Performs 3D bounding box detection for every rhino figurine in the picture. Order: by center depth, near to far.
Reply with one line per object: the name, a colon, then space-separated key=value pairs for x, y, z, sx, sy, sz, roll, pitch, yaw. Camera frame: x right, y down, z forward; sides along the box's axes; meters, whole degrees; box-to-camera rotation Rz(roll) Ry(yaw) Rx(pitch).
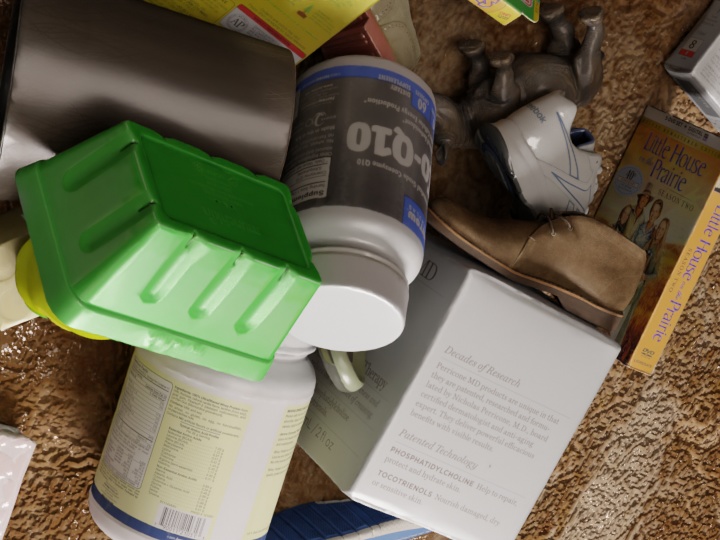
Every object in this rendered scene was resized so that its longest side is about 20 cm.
rhino figurine: x=0.111 y=-0.143 z=1.560 sx=0.200 sy=0.060 sz=0.088 roll=-25 pitch=127 yaw=-11

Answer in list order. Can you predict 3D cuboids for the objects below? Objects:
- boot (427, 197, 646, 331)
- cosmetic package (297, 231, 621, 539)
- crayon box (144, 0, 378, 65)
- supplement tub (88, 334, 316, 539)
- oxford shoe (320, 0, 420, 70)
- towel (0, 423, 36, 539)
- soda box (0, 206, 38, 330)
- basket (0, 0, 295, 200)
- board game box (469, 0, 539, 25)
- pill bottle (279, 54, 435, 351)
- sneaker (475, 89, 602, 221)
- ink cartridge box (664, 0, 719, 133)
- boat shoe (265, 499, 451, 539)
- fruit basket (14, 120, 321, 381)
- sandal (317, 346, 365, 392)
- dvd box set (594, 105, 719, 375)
boot: x=0.137 y=-0.025 z=1.517 sx=0.200 sy=0.074 sz=0.076 roll=24 pitch=105 yaw=-26
cosmetic package: x=0.067 y=0.091 z=1.561 sx=0.166 sy=0.167 sz=0.200 roll=25 pitch=96 yaw=-29
crayon box: x=-0.061 y=-0.219 z=1.403 sx=0.200 sy=0.051 sz=0.127 roll=-33 pitch=126 yaw=32
supplement tub: x=-0.118 y=0.116 z=1.499 sx=0.145 sy=0.145 sz=0.201 roll=13 pitch=102 yaw=-27
oxford shoe: x=-0.010 y=-0.233 z=1.484 sx=0.074 sy=0.071 sz=0.200 roll=-39 pitch=119 yaw=-43
towel: x=-0.371 y=0.189 z=1.477 sx=0.200 sy=0.032 sz=0.191 roll=18 pitch=99 yaw=-29
soda box: x=-0.197 y=-0.027 z=1.460 sx=0.200 sy=0.064 sz=0.068 roll=-22 pitch=115 yaw=-17
basket: x=-0.155 y=-0.120 z=1.380 sx=0.199 sy=0.136 sz=0.181 roll=7 pitch=121 yaw=-14
board game box: x=0.063 y=-0.269 z=1.483 sx=0.200 sy=0.030 sz=0.096 roll=29 pitch=51 yaw=-28
pill bottle: x=-0.006 y=-0.049 z=1.429 sx=0.114 sy=0.114 sz=0.200 roll=25 pitch=54 yaw=-29
sneaker: x=0.163 y=-0.066 z=1.576 sx=0.087 sy=0.075 sz=0.200 roll=-35 pitch=143 yaw=-5
ink cartridge box: x=0.375 y=-0.199 z=1.676 sx=0.162 sy=0.050 sz=0.200 roll=43 pitch=79 yaw=-29
boat shoe: x=-0.001 y=0.236 z=1.637 sx=0.199 sy=0.072 sz=0.073 roll=-9 pitch=113 yaw=-21
fruit basket: x=-0.160 y=0.003 z=1.334 sx=0.215 sy=0.156 sz=0.216 roll=-14 pitch=146 yaw=-10
sandal: x=0.000 y=0.001 z=1.507 sx=0.057 sy=0.201 sz=0.080 roll=-15 pitch=149 yaw=21
dvd box set: x=0.241 y=-0.028 z=1.611 sx=0.029 sy=0.146 sz=0.200 roll=21 pitch=99 yaw=-27
